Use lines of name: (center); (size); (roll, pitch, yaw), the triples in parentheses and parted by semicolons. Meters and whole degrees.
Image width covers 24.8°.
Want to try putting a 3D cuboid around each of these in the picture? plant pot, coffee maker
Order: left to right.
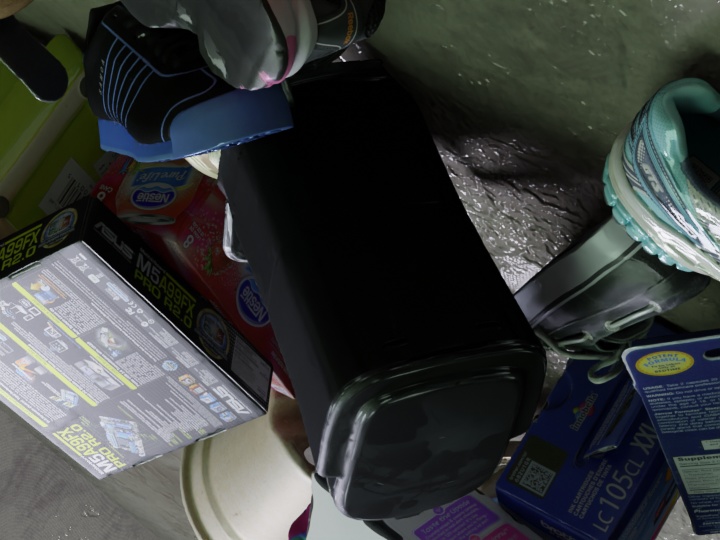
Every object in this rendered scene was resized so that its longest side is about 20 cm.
plant pot: (-0.250, -0.053, 1.199); (0.180, 0.200, 0.200); (8, 147, 43)
plant pot: (-0.029, 0.142, 1.306); (0.200, 0.201, 0.184); (36, 151, -1)
coffee maker: (0.000, 0.000, 0.843); (0.193, 0.134, 0.201); (64, 180, -52)

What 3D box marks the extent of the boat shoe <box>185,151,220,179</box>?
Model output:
boat shoe: (-0.042, -0.072, 0.977); (0.199, 0.074, 0.062); (36, 162, -32)

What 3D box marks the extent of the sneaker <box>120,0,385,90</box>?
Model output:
sneaker: (-0.060, -0.151, 0.802); (0.200, 0.086, 0.081); (48, 141, 38)

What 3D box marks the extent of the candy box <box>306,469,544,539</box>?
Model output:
candy box: (0.055, 0.215, 0.947); (0.199, 0.071, 0.169); (35, 135, 32)

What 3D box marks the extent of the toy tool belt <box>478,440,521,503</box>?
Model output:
toy tool belt: (0.108, 0.186, 1.142); (0.199, 0.124, 0.125); (-15, 131, 32)

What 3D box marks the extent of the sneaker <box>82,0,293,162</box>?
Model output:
sneaker: (-0.098, -0.102, 0.838); (0.199, 0.070, 0.079); (11, 116, 61)

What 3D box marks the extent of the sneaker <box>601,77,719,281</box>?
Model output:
sneaker: (0.193, -0.010, 0.693); (0.199, 0.078, 0.087); (32, 158, 12)

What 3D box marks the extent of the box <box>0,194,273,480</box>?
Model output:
box: (-0.180, 0.052, 1.117); (0.159, 0.045, 0.200); (-23, 130, 28)

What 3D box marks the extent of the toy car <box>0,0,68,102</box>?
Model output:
toy car: (-0.197, -0.181, 0.858); (0.157, 0.165, 0.200); (18, 162, 43)

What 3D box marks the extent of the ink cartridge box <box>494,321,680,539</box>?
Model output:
ink cartridge box: (0.145, 0.112, 0.971); (0.076, 0.137, 0.200); (26, 159, 22)

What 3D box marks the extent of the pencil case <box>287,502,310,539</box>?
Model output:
pencil case: (0.025, 0.133, 1.137); (0.088, 0.201, 0.089); (23, -153, -13)

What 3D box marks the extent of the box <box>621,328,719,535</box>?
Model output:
box: (0.211, 0.074, 0.840); (0.120, 0.033, 0.200); (-9, 144, 18)

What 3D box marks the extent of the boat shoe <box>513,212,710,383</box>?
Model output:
boat shoe: (0.128, 0.018, 0.878); (0.068, 0.073, 0.199); (50, 152, 3)

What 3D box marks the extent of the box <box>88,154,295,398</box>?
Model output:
box: (-0.094, -0.010, 1.166); (0.099, 0.096, 0.200); (21, 156, 37)
